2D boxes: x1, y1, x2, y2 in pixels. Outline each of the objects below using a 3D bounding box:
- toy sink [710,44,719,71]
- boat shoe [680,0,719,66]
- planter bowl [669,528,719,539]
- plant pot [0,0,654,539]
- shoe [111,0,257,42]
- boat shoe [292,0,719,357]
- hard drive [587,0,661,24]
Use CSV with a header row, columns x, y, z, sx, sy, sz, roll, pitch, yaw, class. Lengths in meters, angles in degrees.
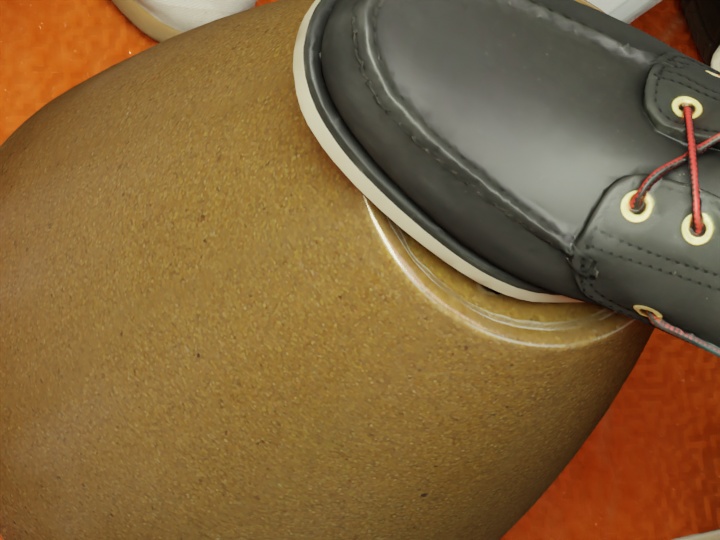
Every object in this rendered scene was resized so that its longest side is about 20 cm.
x,y,z,sx,sy,sz,roll,pitch,yaw,class
0.214,-0.078,0.807,0.131,0.112,0.200,52,51,-10,toy sink
0.162,-0.067,0.925,0.075,0.075,0.203,-7,77,-48,boat shoe
0.065,0.159,0.729,0.200,0.200,0.135,-21,94,-28,planter bowl
0.000,0.000,0.751,0.186,0.200,0.187,6,73,-21,plant pot
-0.100,-0.149,0.831,0.200,0.053,0.070,41,63,-9,shoe
0.080,-0.017,0.645,0.201,0.063,0.074,29,68,-12,boat shoe
0.091,-0.113,0.823,0.027,0.200,0.132,42,63,-8,hard drive
